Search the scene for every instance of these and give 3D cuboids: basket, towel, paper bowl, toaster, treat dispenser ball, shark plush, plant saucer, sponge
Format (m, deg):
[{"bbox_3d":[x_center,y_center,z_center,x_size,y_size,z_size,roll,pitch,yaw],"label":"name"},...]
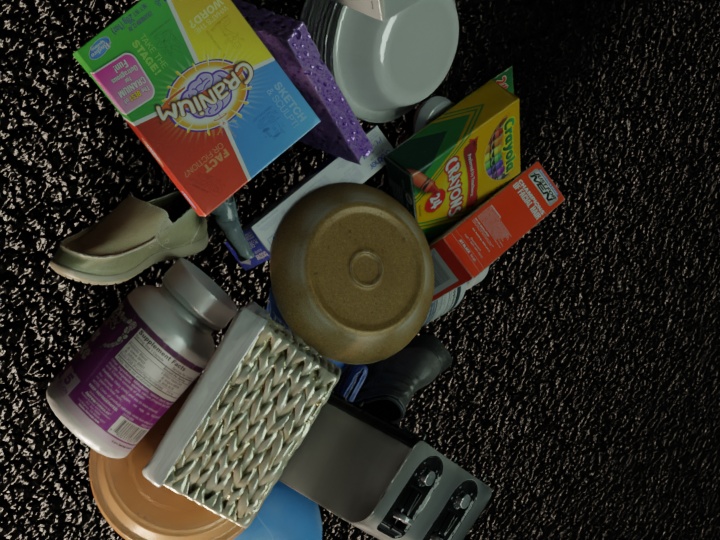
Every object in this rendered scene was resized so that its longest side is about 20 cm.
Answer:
[{"bbox_3d":[-0.116,0.148,1.459,0.201,0.123,0.136,-59,180,1],"label":"basket"},{"bbox_3d":[-0.046,0.173,1.718,0.024,0.200,0.145,30,83,-7],"label":"towel"},{"bbox_3d":[0.033,-0.265,1.601,0.200,0.104,0.202,-24,126,-38],"label":"paper bowl"},{"bbox_3d":[0.015,0.221,1.555,0.119,0.199,0.181,-59,140,-8],"label":"toaster"},{"bbox_3d":[-0.144,0.301,1.640,0.200,0.200,0.202,-25,128,-37],"label":"treat dispenser ball"},{"bbox_3d":[-0.157,-0.106,1.448,0.090,0.083,0.202,-9,91,-39],"label":"shark plush"},{"bbox_3d":[0.000,0.000,1.547,0.199,0.035,0.202,4,80,-24],"label":"plant saucer"},{"bbox_3d":[-0.067,-0.199,1.519,0.030,0.111,0.200,-51,140,-17],"label":"sponge"},{"bbox_3d":[-0.195,0.208,1.545,0.200,0.200,0.032,-44,169,-22],"label":"plant saucer"}]

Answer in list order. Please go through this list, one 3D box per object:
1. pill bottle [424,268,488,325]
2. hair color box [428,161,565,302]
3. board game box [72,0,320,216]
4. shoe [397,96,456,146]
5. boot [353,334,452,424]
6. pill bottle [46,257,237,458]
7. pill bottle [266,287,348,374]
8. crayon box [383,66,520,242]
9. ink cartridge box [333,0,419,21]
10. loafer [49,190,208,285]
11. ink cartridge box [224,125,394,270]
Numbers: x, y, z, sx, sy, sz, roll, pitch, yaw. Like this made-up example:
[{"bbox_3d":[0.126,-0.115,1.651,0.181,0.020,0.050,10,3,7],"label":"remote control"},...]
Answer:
[{"bbox_3d":[0.062,0.009,1.773,0.199,0.119,0.120,-27,129,-37],"label":"pill bottle"},{"bbox_3d":[0.144,-0.043,1.703,0.200,0.111,0.064,-40,93,-38],"label":"hair color box"},{"bbox_3d":[-0.158,-0.178,1.385,0.153,0.040,0.200,-40,104,-9],"label":"board game box"},{"bbox_3d":[0.078,-0.149,1.705,0.071,0.091,0.201,-41,147,-14],"label":"shoe"},{"bbox_3d":[0.011,0.145,1.741,0.070,0.200,0.132,52,54,-7],"label":"boot"},{"bbox_3d":[-0.222,0.087,1.474,0.200,0.112,0.112,-48,140,3],"label":"pill bottle"},{"bbox_3d":[-0.057,0.064,1.652,0.112,0.112,0.201,-27,146,-36],"label":"pill bottle"},{"bbox_3d":[0.121,-0.132,1.642,0.200,0.051,0.127,-38,145,-20],"label":"crayon box"},{"bbox_3d":[-0.001,-0.343,1.445,0.146,0.199,0.084,-34,136,-30],"label":"ink cartridge box"},{"bbox_3d":[-0.236,-0.040,1.456,0.199,0.075,0.069,-23,126,-50],"label":"loafer"},{"bbox_3d":[-0.056,-0.081,1.607,0.200,0.094,0.044,-40,98,-24],"label":"ink cartridge box"}]
